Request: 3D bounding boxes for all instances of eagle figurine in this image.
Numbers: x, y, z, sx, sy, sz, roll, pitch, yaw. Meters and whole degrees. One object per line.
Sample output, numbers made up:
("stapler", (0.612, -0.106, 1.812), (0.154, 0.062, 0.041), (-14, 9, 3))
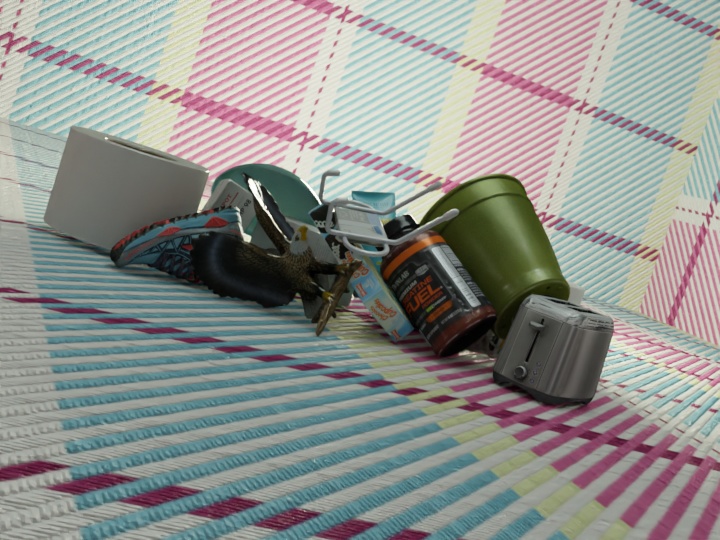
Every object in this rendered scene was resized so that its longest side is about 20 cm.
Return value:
("eagle figurine", (-0.104, -0.020, 1.368), (0.200, 0.151, 0.152), (26, 17, 6))

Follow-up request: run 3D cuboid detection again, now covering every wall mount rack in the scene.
("wall mount rack", (0.033, -0.083, 1.430), (0.174, 0.075, 0.200), (8, 23, -11))

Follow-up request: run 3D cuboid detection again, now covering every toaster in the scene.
("toaster", (0.276, 0.111, 1.440), (0.114, 0.129, 0.200), (24, 8, 36))

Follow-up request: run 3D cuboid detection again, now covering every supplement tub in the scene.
("supplement tub", (0.098, 0.017, 1.476), (0.200, 0.107, 0.107), (55, 20, 19))

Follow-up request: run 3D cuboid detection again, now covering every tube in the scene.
("tube", (0.031, -0.027, 1.596), (0.077, 0.200, 0.050), (3, -18, -33))

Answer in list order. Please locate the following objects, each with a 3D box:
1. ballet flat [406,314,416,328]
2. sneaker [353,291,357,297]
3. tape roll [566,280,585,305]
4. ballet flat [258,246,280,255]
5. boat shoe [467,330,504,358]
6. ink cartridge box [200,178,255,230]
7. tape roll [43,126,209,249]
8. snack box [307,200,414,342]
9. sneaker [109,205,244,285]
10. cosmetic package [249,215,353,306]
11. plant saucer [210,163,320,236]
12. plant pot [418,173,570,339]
("ballet flat", (0.089, 0.067, 1.664), (0.200, 0.067, 0.070), (16, -18, -22))
("sneaker", (-0.059, -0.012, 1.817), (0.200, 0.075, 0.081), (17, 6, -5))
("tape roll", (0.285, 0.064, 1.860), (0.203, 0.139, 0.203), (18, 7, -2))
("ballet flat", (-0.143, 0.000, 1.544), (0.046, 0.067, 0.200), (35, -8, -31))
("boat shoe", (0.198, 0.103, 1.618), (0.202, 0.075, 0.086), (23, 13, -25))
("ink cartridge box", (-0.216, -0.079, 1.630), (0.067, 0.116, 0.200), (34, -2, -12))
("tape roll", (-0.330, -0.107, 1.469), (0.203, 0.139, 0.203), (18, 5, -2))
("snack box", (0.000, 0.000, 1.479), (0.116, 0.037, 0.200), (51, 5, -48))
("sneaker", (-0.229, -0.024, 1.365), (0.200, 0.096, 0.079), (-18, 1, -38))
("cosmetic package", (-0.091, -0.021, 1.675), (0.200, 0.102, 0.071), (25, 8, 42))
("plant saucer", (-0.154, -0.120, 1.765), (0.200, 0.036, 0.200), (11, -35, 8))
("plant pot", (0.209, -0.007, 1.550), (0.200, 0.200, 0.193), (13, 36, -44))
